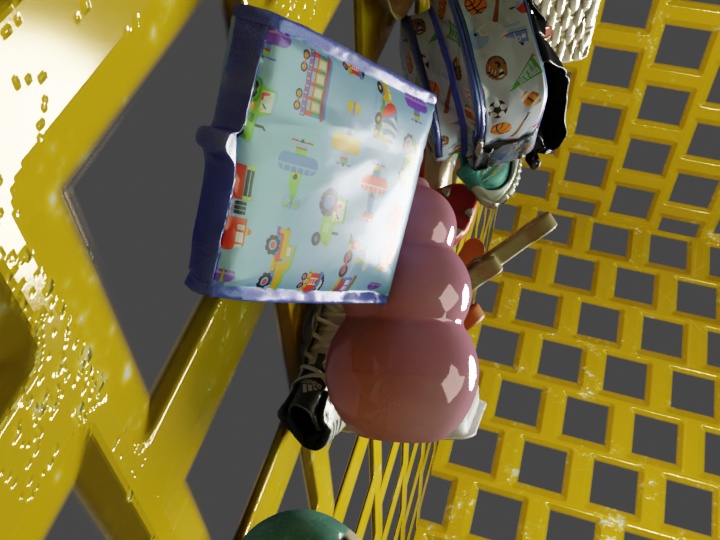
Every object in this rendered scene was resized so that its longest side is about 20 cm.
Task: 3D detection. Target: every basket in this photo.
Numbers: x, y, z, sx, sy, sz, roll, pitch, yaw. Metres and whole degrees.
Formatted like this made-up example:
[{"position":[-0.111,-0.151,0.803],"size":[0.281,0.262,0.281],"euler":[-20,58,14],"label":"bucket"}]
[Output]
[{"position":[0.232,-0.374,1.010],"size":[0.202,0.132,0.125],"euler":[85,-7,-51],"label":"basket"}]

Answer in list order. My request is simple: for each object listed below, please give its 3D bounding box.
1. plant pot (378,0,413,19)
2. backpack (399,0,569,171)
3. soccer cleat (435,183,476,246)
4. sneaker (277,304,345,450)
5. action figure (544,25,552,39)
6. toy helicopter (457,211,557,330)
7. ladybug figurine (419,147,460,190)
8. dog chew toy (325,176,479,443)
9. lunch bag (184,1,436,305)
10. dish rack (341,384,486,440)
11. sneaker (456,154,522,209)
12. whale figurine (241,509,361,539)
[{"position":[0.036,-0.324,0.677],"size":[0.200,0.027,0.205],"euler":[12,89,-78],"label":"plant pot"},{"position":[0.116,-0.208,0.784],"size":[0.191,0.151,0.204],"euler":[96,-26,-76],"label":"backpack"},{"position":[0.065,-0.018,0.930],"size":[0.202,0.068,0.085],"euler":[-54,176,-6],"label":"soccer cleat"},{"position":[-0.019,0.070,0.687],"size":[0.116,0.074,0.205],"euler":[-57,159,-63],"label":"sneaker"},{"position":[0.168,-0.283,0.950],"size":[0.098,0.199,0.067],"euler":[-29,125,-26],"label":"action figure"},{"position":[0.138,-0.003,0.890],"size":[0.198,0.080,0.132],"euler":[-34,179,-13],"label":"toy helicopter"},{"position":[0.093,-0.159,0.995],"size":[0.138,0.070,0.202],"euler":[89,17,-45],"label":"ladybug figurine"},{"position":[0.035,0.028,0.623],"size":[0.124,0.121,0.206],"euler":[23,70,-78],"label":"dog chew toy"},{"position":[-0.036,-0.061,0.486],"size":[0.199,0.092,0.154],"euler":[1,104,-69],"label":"lunch bag"},{"position":[0.062,0.153,0.941],"size":[0.200,0.167,0.045],"euler":[-17,109,-76],"label":"dish rack"},{"position":[0.149,-0.171,0.922],"size":[0.077,0.079,0.204],"euler":[-28,-137,42],"label":"sneaker"},{"position":[-0.078,0.281,0.632],"size":[0.202,0.103,0.159],"euler":[-56,172,13],"label":"whale figurine"}]
